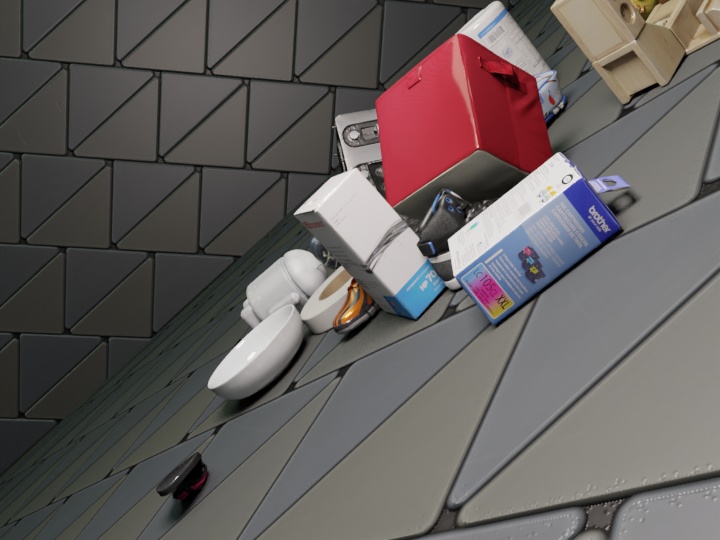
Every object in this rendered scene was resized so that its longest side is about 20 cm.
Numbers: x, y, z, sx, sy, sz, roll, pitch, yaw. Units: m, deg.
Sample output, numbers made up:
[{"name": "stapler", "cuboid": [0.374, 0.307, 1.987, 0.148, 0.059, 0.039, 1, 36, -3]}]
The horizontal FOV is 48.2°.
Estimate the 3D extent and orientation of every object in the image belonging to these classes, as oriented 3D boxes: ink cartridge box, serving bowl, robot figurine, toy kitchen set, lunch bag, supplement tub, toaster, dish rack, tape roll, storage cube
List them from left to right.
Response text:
[{"name": "serving bowl", "cuboid": [-0.166, 0.150, 1.371, 0.200, 0.066, 0.200, -41, 11, 10]}, {"name": "robot figurine", "cuboid": [-0.143, 0.039, 1.573, 0.199, 0.113, 0.170, -39, 22, 13]}, {"name": "tape roll", "cuboid": [-0.022, 0.028, 1.409, 0.202, 0.037, 0.203, -40, 13, 11]}, {"name": "toaster", "cuboid": [0.018, -0.199, 1.606, 0.117, 0.184, 0.200, -13, -14, -3]}, {"name": "ink cartridge box", "cuboid": [0.015, -0.035, 1.109, 0.086, 0.200, 0.146, -44, 12, -10]}, {"name": "dish rack", "cuboid": [0.076, -0.118, 1.350, 0.054, 0.155, 0.200, -25, 12, -5]}, {"name": "storage cube", "cuboid": [0.143, -0.177, 1.105, 0.199, 0.169, 0.182, -30, 56, 41]}, {"name": "supplement tub", "cuboid": [0.279, -0.409, 1.579, 0.131, 0.201, 0.132, -38, 13, 10]}, {"name": "lunch bag", "cuboid": [0.259, -0.281, 1.413, 0.198, 0.076, 0.160, -2, 34, 47]}, {"name": "ink cartridge box", "cuboid": [0.196, -0.049, 0.880, 0.199, 0.076, 0.137, -41, 12, 15]}, {"name": "toy kitchen set", "cuboid": [0.409, -0.379, 1.099, 0.201, 0.181, 0.163, -53, 17, -29]}]

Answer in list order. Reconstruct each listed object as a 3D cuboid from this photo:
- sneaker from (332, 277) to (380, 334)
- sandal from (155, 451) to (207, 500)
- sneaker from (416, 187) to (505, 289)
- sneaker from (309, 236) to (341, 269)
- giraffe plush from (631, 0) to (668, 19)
[{"name": "sneaker", "cuboid": [0.000, 0.000, 1.250, 0.200, 0.112, 0.077, -49, 14, -30]}, {"name": "sandal", "cuboid": [-0.253, 0.306, 1.185, 0.075, 0.045, 0.200, -38, -3, -10]}, {"name": "sneaker", "cuboid": [0.157, -0.077, 1.015, 0.199, 0.112, 0.073, -40, 13, 8]}, {"name": "sneaker", "cuboid": [-0.052, -0.056, 1.543, 0.199, 0.085, 0.079, -15, -59, -61]}, {"name": "giraffe plush", "cuboid": [0.474, -0.497, 1.431, 0.198, 0.174, 0.162, -32, 33, -3]}]
